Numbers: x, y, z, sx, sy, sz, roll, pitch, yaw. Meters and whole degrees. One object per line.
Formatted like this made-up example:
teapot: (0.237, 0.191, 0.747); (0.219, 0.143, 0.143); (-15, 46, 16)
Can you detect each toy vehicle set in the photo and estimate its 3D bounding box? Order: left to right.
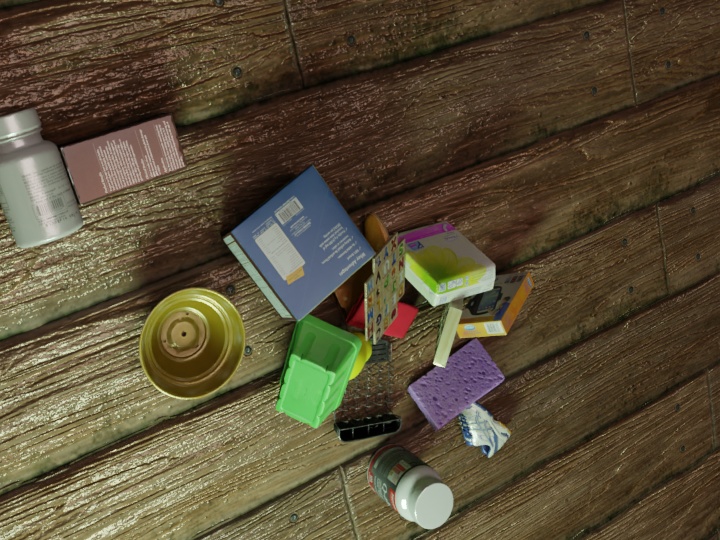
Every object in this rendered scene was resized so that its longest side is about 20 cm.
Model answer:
toy vehicle set: (0.184, 0.102, 1.685); (0.026, 0.200, 0.127); (16, 108, 4)

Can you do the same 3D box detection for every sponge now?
sponge: (0.210, 0.248, 1.789); (0.198, 0.030, 0.112); (-32, 72, -19)

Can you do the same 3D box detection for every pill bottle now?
pill bottle: (-0.532, -0.151, 1.312); (0.112, 0.114, 0.205); (-22, 108, -22)
pill bottle: (0.103, 0.451, 1.705); (0.113, 0.199, 0.119); (-5, 101, -26)

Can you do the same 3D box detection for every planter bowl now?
planter bowl: (-0.315, 0.124, 1.493); (0.196, 0.083, 0.206); (-6, 102, -27)

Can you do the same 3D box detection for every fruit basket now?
fruit basket: (-0.067, 0.174, 1.584); (0.152, 0.216, 0.220); (23, 88, 4)

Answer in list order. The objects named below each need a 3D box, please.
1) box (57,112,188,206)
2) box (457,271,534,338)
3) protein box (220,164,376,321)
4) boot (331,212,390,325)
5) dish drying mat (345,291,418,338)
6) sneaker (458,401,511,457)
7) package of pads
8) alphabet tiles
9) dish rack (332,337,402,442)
box: (-0.406, -0.193, 1.396); (0.197, 0.074, 0.103); (-23, 109, -24)
box: (0.293, 0.066, 1.754); (0.042, 0.117, 0.201); (60, 44, -24)
protein box: (-0.117, -0.047, 1.514); (0.198, 0.135, 0.202); (-40, 100, -16)
boot: (0.000, 0.000, 1.646); (0.142, 0.070, 0.206); (-24, 113, -22)
dish drying mat: (0.047, 0.092, 1.672); (0.198, 0.018, 0.078); (18, 103, -53)
sneaker: (0.260, 0.352, 1.844); (0.199, 0.075, 0.089); (41, 83, -25)
package of pads: (0.165, -0.017, 1.658); (0.151, 0.200, 0.070); (-14, 128, -24)
alphabet tiles: (0.049, 0.035, 1.580); (0.167, 0.006, 0.204); (-48, 146, -46)
dish rack: (0.011, 0.245, 1.704); (0.150, 0.054, 0.206); (-5, 101, -28)
